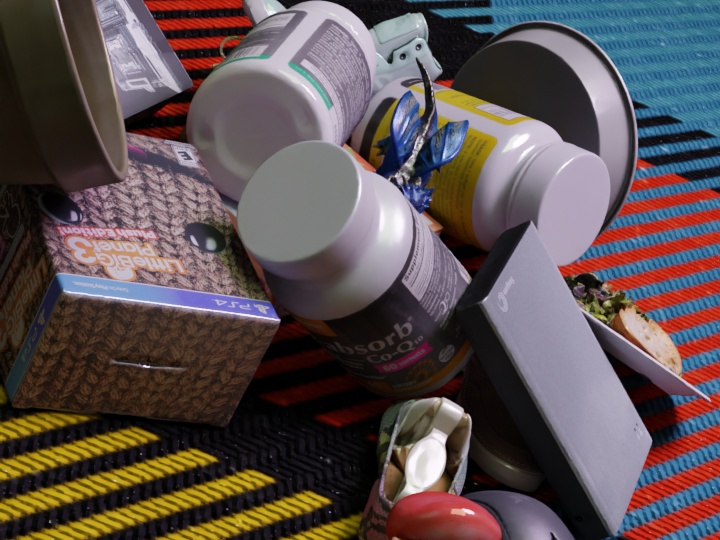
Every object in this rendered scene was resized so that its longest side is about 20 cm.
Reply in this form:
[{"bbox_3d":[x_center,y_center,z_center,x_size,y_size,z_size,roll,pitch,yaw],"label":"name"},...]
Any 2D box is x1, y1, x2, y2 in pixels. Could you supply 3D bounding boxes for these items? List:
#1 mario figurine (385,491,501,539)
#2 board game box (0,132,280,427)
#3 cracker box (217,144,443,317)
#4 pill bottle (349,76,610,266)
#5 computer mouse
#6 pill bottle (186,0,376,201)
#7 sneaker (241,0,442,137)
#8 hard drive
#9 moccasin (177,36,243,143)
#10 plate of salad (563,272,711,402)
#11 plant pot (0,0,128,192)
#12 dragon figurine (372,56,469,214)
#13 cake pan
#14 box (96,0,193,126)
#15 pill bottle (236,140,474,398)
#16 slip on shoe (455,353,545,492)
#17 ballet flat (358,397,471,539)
[{"bbox_3d":[0.048,0.228,1.197,0.124,0.106,0.201,50,28,-47],"label":"mario figurine"},{"bbox_3d":[-0.170,-0.002,1.338,0.159,0.097,0.200,8,35,-32],"label":"board game box"},{"bbox_3d":[-0.047,-0.038,1.543,0.134,0.058,0.200,42,31,24],"label":"cracker box"},{"bbox_3d":[0.097,-0.080,1.618,0.199,0.115,0.114,25,22,38],"label":"pill bottle"},{"bbox_3d":[0.154,0.213,1.336,0.140,0.046,0.200,7,36,-32],"label":"computer mouse"},{"bbox_3d":[-0.053,-0.135,1.518,0.113,0.113,0.200,29,27,1],"label":"pill bottle"},{"bbox_3d":[-0.011,-0.203,1.694,0.200,0.118,0.074,39,16,-45],"label":"sneaker"},{"bbox_3d":[0.142,0.079,1.441,0.201,0.033,0.140,60,29,-14],"label":"hard drive"},{"bbox_3d":[-0.099,-0.144,1.641,0.073,0.078,0.201,31,28,6],"label":"moccasin"},{"bbox_3d":[0.203,0.040,1.584,0.200,0.048,0.200,34,2,-2],"label":"plate of salad"},{"bbox_3d":[-0.254,-0.131,1.244,0.173,0.201,0.200,-15,37,1],"label":"plant pot"},{"bbox_3d":[0.044,-0.096,1.515,0.059,0.100,0.201,26,59,-4],"label":"dragon figurine"},{"bbox_3d":[0.143,-0.110,1.674,0.037,0.201,0.200,-10,47,-47],"label":"cake pan"},{"bbox_3d":[-0.234,-0.177,1.542,0.158,0.050,0.200,59,31,-2],"label":"box"},{"bbox_3d":[0.000,0.000,1.382,0.117,0.116,0.200,55,5,38],"label":"pill bottle"},{"bbox_3d":[0.115,0.084,1.489,0.076,0.061,0.200,23,30,-10],"label":"slip on shoe"},{"bbox_3d":[0.043,0.130,1.343,0.069,0.071,0.200,24,29,-1],"label":"ballet flat"}]
